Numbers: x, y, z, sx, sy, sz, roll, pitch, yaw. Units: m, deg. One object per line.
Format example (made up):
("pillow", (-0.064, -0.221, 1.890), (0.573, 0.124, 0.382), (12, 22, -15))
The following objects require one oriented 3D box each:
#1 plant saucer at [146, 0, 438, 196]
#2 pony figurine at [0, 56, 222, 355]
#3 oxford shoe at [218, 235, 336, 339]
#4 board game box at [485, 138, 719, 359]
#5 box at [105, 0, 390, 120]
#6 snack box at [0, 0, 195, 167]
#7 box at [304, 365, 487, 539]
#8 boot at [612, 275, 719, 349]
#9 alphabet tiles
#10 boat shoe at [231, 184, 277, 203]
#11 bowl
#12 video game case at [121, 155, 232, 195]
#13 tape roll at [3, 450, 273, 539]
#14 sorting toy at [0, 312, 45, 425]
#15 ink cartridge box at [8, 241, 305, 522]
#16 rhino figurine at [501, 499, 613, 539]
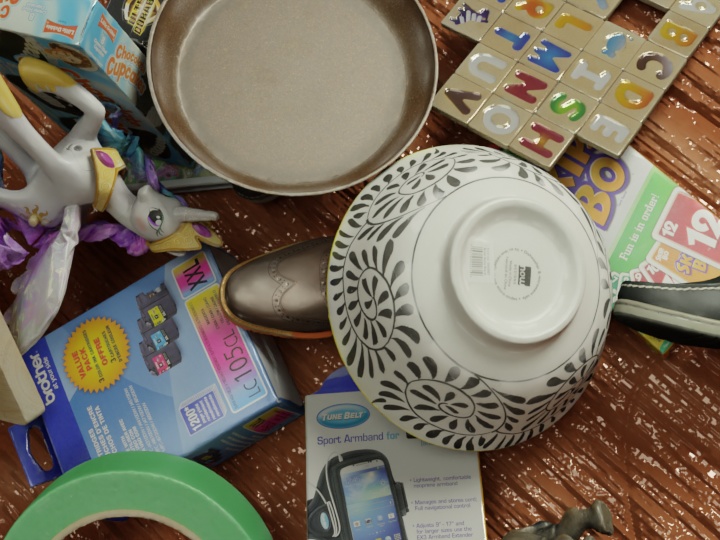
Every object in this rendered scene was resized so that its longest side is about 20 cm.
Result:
("plant saucer", (-0.046, -0.137, 0.853), (0.196, 0.032, 0.204), (2, 69, -5))
("pony figurine", (-0.215, -0.049, 0.872), (0.192, 0.199, 0.168), (-29, 32, 39))
("oxford shoe", (0.000, 0.000, 0.856), (0.196, 0.073, 0.072), (-8, 74, -7))
("board game box", (0.168, -0.041, 0.875), (0.096, 0.030, 0.200), (-47, 67, 0))
("box", (-0.067, -0.215, 0.923), (0.195, 0.050, 0.203), (17, 67, 3))
("snack box", (-0.198, -0.138, 0.891), (0.114, 0.200, 0.038), (14, 76, 19))
("box", (0.023, 0.155, 0.826), (0.117, 0.042, 0.203), (-4, 55, 3))
("boot", (0.265, -0.025, 0.798), (0.200, 0.073, 0.157), (5, 85, 1))
("alphabet tiles", (0.142, -0.161, 0.883), (0.166, 0.008, 0.201), (30, 64, 20))
("boat shoe", (-0.097, -0.150, 0.942), (0.066, 0.057, 0.203), (-20, 72, 10))
("bowl", (0.084, 0.007, 0.781), (0.197, 0.094, 0.204), (3, 78, -14))
("video game case", (-0.131, -0.134, 0.988), (0.196, 0.018, 0.146), (-4, 75, 15))
("tape roll", (-0.150, 0.227, 0.846), (0.197, 0.048, 0.204), (0, 98, 3))
("sorting toy", (-0.340, 0.024, 0.884), (0.198, 0.201, 0.069), (4, 31, 43))
("ink cartridge box", (-0.157, 0.090, 0.911), (0.198, 0.076, 0.138), (-31, 70, 8))
("rhino figurine", (0.132, 0.255, 0.791), (0.086, 0.059, 0.203), (-19, 72, 31))
